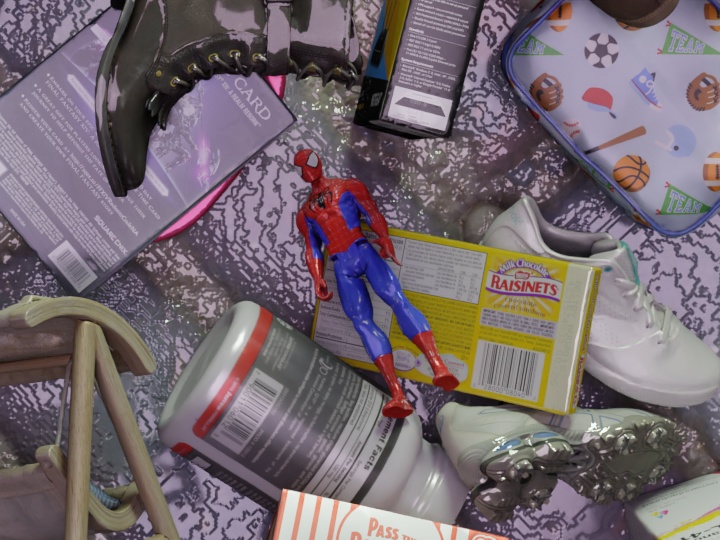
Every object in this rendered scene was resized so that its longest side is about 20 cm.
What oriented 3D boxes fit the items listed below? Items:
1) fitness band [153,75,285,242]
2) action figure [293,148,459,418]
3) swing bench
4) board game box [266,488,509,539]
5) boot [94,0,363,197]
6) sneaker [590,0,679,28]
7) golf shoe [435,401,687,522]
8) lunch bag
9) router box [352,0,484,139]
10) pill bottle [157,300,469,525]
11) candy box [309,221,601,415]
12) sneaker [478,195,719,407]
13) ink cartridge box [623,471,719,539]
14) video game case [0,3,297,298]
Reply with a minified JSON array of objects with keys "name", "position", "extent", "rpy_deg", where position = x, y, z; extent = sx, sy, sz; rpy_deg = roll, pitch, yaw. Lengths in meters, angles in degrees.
[{"name":"fitness band","position":[-0.141,-0.113,1.231],"extent":[0.143,0.037,0.200],"rpy_deg":[38,93,-5]},{"name":"action figure","position":[0.000,0.000,1.198],"extent":[0.065,0.052,0.201],"rpy_deg":[-34,65,17]},{"name":"swing bench","position":[-0.240,0.119,1.159],"extent":[0.198,0.130,0.201],"rpy_deg":[-7,92,31]},{"name":"board game box","position":[0.004,0.219,1.183],"extent":[0.151,0.200,0.046],"rpy_deg":[13,60,-4]},{"name":"boot","position":[-0.085,-0.141,1.165],"extent":[0.173,0.069,0.201],"rpy_deg":[6,93,-5]},{"name":"sneaker","position":[0.131,-0.232,1.163],"extent":[0.071,0.200,0.076],"rpy_deg":[-52,139,-1]},{"name":"golf shoe","position":[0.142,0.113,1.227],"extent":[0.199,0.097,0.079],"rpy_deg":[2,123,-38]},{"name":"lunch bag","position":[0.209,-0.130,1.222],"extent":[0.200,0.076,0.160],"rpy_deg":[45,95,-4]},{"name":"router box","position":[0.042,-0.163,1.154],"extent":[0.051,0.200,0.150],"rpy_deg":[14,92,-6]},{"name":"pill bottle","position":[-0.030,0.119,1.209],"extent":[0.200,0.116,0.116],"rpy_deg":[34,92,-11]},{"name":"candy box","position":[0.062,0.030,1.212],"extent":[0.199,0.026,0.103],"rpy_deg":[12,92,24]},{"name":"sneaker","position":[0.177,0.020,1.221],"extent":[0.199,0.075,0.089],"rpy_deg":[29,126,-4]},{"name":"ink cartridge box","position":[0.274,0.195,1.188],"extent":[0.147,0.200,0.086],"rpy_deg":[-16,95,-2]},{"name":"video game case","position":[-0.164,-0.095,1.206],"extent":[0.200,0.019,0.143],"rpy_deg":[-39,98,-1]}]
